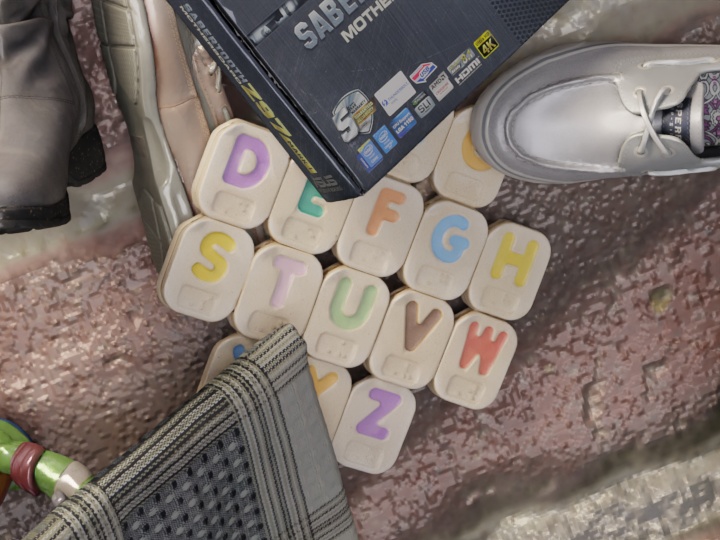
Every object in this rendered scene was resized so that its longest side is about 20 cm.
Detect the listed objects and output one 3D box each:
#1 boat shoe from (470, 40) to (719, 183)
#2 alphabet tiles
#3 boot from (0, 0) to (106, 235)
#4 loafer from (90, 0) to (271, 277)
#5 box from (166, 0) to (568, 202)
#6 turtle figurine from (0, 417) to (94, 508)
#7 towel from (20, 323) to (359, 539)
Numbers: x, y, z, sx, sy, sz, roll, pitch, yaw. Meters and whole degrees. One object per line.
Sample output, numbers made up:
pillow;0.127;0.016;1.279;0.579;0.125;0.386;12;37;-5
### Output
boat shoe;0.157;-0.077;1.127;0.198;0.069;0.073;0;99;-13
alphabet tiles;0.000;0.000;1.129;0.199;0.015;0.197;19;95;-26
boot;-0.166;-0.093;1.031;0.069;0.200;0.133;-4;105;2
loafer;-0.087;-0.087;1.112;0.062;0.072;0.202;-17;110;-20
box;0.012;-0.156;1.079;0.200;0.051;0.158;-43;103;-19
turtle figurine;-0.185;0.152;1.069;0.143;0.194;0.202;-4;98;23
towel;-0.075;0.156;1.091;0.192;0.034;0.201;-40;135;-34
